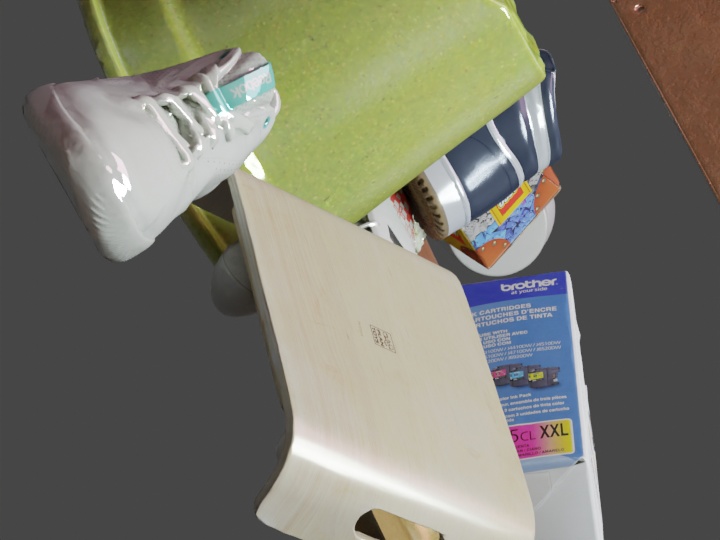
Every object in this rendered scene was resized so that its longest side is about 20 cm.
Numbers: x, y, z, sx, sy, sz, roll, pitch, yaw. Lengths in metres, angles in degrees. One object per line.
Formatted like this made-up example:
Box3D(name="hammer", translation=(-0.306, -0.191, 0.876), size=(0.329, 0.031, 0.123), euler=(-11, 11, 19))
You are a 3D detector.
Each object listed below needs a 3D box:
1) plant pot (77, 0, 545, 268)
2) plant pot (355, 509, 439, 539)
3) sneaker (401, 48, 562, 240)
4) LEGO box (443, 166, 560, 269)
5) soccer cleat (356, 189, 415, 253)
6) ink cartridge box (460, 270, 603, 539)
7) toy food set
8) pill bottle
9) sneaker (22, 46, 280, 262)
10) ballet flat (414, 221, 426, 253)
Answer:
Box3D(name="plant pot", translation=(-0.014, -0.109, 1.159), size=(0.201, 0.183, 0.200), euler=(60, 7, -12))
Box3D(name="plant pot", translation=(0.020, 0.133, 1.113), size=(0.201, 0.027, 0.200), euler=(60, 7, -12))
Box3D(name="sneaker", translation=(0.041, -0.128, 1.339), size=(0.201, 0.108, 0.070), euler=(61, -13, 6))
Box3D(name="LEGO box", translation=(0.016, -0.110, 1.489), size=(0.200, 0.077, 0.149), euler=(35, -12, 41))
Box3D(name="soccer cleat", translation=(0.000, 0.000, 1.289), size=(0.085, 0.068, 0.201), euler=(48, 23, -67))
Box3D(name="ink cartridge box", translation=(0.094, 0.096, 1.300), size=(0.201, 0.076, 0.137), euler=(-85, 167, -54))
Box3D(name="toy food set", translation=(-0.008, 0.049, 1.028), size=(0.143, 0.060, 0.201), euler=(26, 33, -36))
Box3D(name="pill bottle", translation=(0.124, -0.065, 2.175), size=(0.117, 0.116, 0.200), euler=(60, 7, -12))
Box3D(name="sneaker", translation=(-0.075, -0.059, 0.935), size=(0.076, 0.088, 0.200), euler=(62, 8, -5))
Box3D(name="ballet flat", translation=(-0.013, -0.047, 1.408), size=(0.200, 0.075, 0.064), euler=(45, 51, -49))
